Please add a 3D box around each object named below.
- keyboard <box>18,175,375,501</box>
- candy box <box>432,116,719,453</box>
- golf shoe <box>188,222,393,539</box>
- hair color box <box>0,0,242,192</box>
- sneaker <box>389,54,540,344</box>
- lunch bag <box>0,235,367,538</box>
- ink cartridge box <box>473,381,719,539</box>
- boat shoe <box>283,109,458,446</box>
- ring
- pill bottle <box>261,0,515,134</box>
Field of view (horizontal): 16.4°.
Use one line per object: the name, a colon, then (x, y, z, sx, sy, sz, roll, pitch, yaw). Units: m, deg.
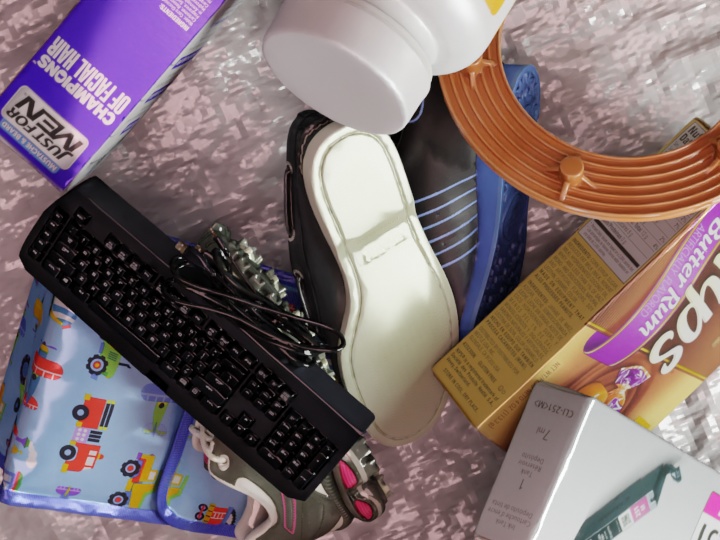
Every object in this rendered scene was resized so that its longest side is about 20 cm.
keyboard: (-0.087, 0.033, 1.275, 0.200, 0.040, 0.104, 39, 125, 1)
candy box: (0.149, 0.024, 1.365, 0.200, 0.056, 0.117, -43, 138, 7)
golf shoe: (-0.054, 0.070, 1.335, 0.088, 0.077, 0.200, -27, 120, -4)
hair color box: (-0.106, -0.140, 1.319, 0.065, 0.109, 0.200, 40, 100, -3)
sneaker: (0.047, -0.030, 1.382, 0.078, 0.070, 0.201, 16, 114, 21)
lunch bag: (-0.092, 0.066, 1.401, 0.199, 0.094, 0.151, 14, 103, -18)
ink cartridge box: (0.129, 0.173, 1.362, 0.200, 0.043, 0.174, 30, 80, -47)
boat shoe: (-0.002, 0.001, 1.346, 0.074, 0.066, 0.200, -30, 123, -16)
ring: (0.139, -0.119, 1.316, 0.200, 0.019, 0.201, 0, 65, 1)
pill bottle: (0.035, -0.172, 1.271, 0.113, 0.113, 0.200, 35, 69, -10)
